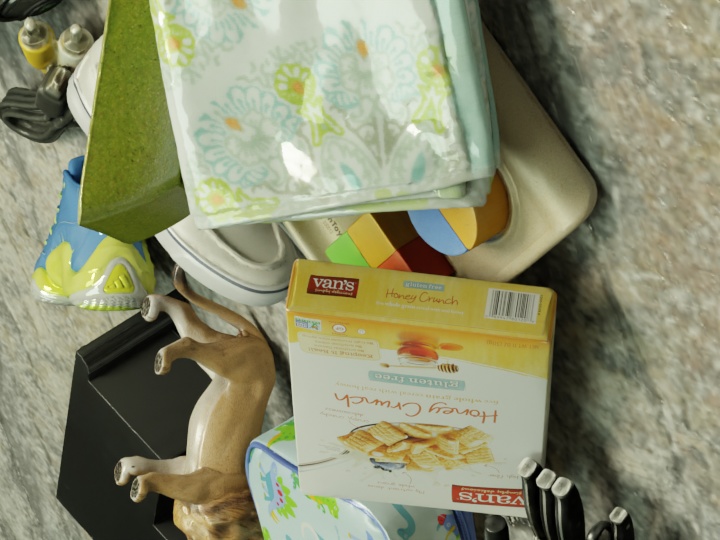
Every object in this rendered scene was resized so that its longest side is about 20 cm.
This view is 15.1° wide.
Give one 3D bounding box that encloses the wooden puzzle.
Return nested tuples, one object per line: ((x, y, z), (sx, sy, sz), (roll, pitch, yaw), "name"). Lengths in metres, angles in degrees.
((0.013, -0.058, 1.467), (0.185, 0.046, 0.200), (55, 138, 6), "wooden puzzle")

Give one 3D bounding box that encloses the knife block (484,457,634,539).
((0.111, 0.194, 1.568), (0.176, 0.064, 0.200), (51, 154, -7), "knife block")

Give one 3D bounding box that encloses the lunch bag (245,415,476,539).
((0.012, 0.191, 1.739), (0.161, 0.082, 0.200), (28, 140, 46), "lunch bag")

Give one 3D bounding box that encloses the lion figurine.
((-0.091, 0.102, 1.787), (0.072, 0.122, 0.200), (20, 99, 65), "lion figurine")

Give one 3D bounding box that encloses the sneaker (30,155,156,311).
((-0.180, -0.027, 1.871), (0.200, 0.076, 0.105), (-175, 87, -69), "sneaker")

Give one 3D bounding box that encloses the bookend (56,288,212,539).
((-0.112, 0.154, 1.897), (0.199, 0.092, 0.200), (45, 149, 21), "bookend")

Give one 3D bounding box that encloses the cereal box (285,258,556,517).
((0.034, 0.070, 1.511), (0.144, 0.040, 0.200), (6, 146, 6), "cereal box")

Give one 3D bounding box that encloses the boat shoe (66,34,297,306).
((-0.103, -0.068, 1.683), (0.200, 0.071, 0.070), (52, 144, 12), "boat shoe")

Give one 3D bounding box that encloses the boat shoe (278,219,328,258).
((0.000, -0.001, 1.578), (0.202, 0.065, 0.074), (58, 153, -1), "boat shoe")

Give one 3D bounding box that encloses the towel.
((-0.023, -0.123, 1.381), (0.171, 0.048, 0.200), (-6, 101, 18), "towel")

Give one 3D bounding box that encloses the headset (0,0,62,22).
((-0.236, -0.212, 1.724), (0.124, 0.094, 0.200), (67, 163, -17), "headset")

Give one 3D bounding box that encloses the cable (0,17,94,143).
((-0.192, -0.119, 1.824), (0.097, 0.050, 0.200), (27, 168, -7), "cable")

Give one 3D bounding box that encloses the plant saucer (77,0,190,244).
((-0.105, -0.114, 1.505), (0.200, 0.048, 0.200), (36, -117, -86), "plant saucer")
